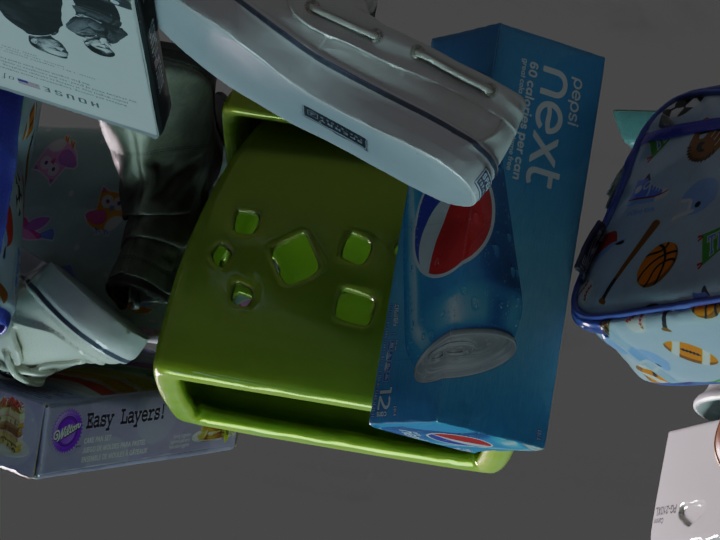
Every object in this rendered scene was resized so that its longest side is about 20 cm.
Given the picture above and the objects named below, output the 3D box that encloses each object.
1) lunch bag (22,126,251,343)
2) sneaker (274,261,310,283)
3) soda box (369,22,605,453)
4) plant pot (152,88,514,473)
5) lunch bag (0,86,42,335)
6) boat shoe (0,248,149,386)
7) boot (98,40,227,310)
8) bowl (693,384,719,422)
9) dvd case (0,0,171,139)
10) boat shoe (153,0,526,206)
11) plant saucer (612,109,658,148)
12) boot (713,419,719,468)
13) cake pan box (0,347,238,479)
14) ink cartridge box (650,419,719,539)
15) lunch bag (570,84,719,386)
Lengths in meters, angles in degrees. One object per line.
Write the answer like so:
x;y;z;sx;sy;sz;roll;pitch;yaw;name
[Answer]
-0.121;-0.011;1.856;0.170;0.123;0.200;2;161;29;lunch bag
0.013;0.007;1.768;0.200;0.075;0.115;-39;140;20;sneaker
0.062;-0.015;1.459;0.068;0.201;0.064;16;167;-30;soda box
0.000;0.000;1.640;0.198;0.182;0.200;9;169;1;plant pot
-0.238;-0.050;1.631;0.123;0.171;0.200;12;171;-26;lunch bag
-0.181;0.035;1.676;0.071;0.070;0.200;38;174;-26;boat shoe
-0.115;-0.048;1.623;0.067;0.131;0.200;6;169;14;boot
0.320;0.061;1.907;0.200;0.091;0.201;9;168;2;bowl
-0.170;-0.128;1.448;0.150;0.025;0.200;18;165;5;dvd case
-0.015;-0.105;1.417;0.199;0.066;0.074;32;164;2;boat shoe
0.234;-0.064;1.545;0.199;0.019;0.070;5;168;28;plant saucer
0.267;0.045;1.724;0.074;0.200;0.155;51;-167;21;boot
-0.201;0.072;1.779;0.199;0.053;0.184;15;-170;37;cake pan box
0.310;0.156;1.940;0.199;0.085;0.145;11;169;-14;ink cartridge box
0.194;-0.027;1.422;0.075;0.161;0.200;39;154;-30;lunch bag
